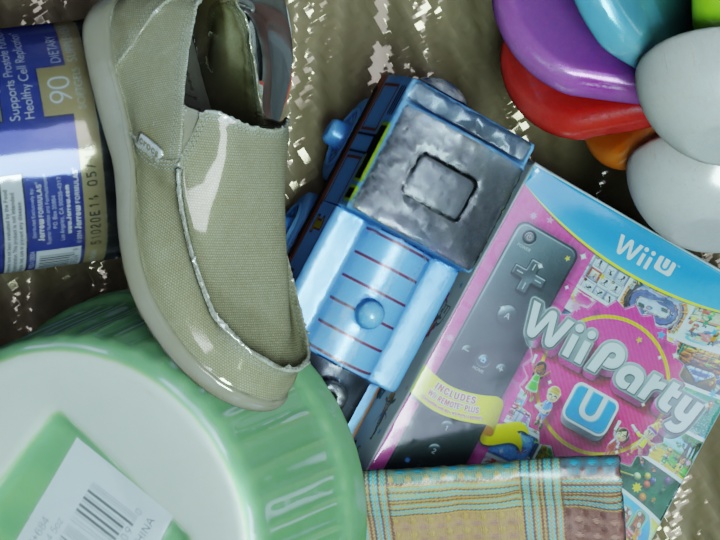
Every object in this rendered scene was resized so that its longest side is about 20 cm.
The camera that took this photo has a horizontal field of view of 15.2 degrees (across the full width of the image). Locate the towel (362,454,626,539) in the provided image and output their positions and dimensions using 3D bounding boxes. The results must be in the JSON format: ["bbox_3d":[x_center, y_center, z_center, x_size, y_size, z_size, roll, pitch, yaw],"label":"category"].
[{"bbox_3d":[0.028,0.154,1.271,0.200,0.022,0.147,-4,122,6],"label":"towel"}]

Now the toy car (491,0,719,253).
[{"bbox_3d":[0.136,-0.116,1.246,0.150,0.200,0.175,4,65,5],"label":"toy car"}]

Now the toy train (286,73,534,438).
[{"bbox_3d":[0.000,0.000,1.261,0.087,0.114,0.200,29,88,-13],"label":"toy train"}]

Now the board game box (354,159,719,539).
[{"bbox_3d":[0.088,0.066,1.313,0.148,0.064,0.200,29,88,-14],"label":"board game box"}]

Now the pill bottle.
[{"bbox_3d":[-0.206,-0.048,1.213,0.200,0.112,0.112,-8,97,-12],"label":"pill bottle"}]

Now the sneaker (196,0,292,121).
[{"bbox_3d":[-0.062,-0.087,1.242,0.077,0.082,0.200,-1,78,-11],"label":"sneaker"}]

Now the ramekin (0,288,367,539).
[{"bbox_3d":[-0.107,0.111,1.190,0.200,0.098,0.200,2,97,21],"label":"ramekin"}]

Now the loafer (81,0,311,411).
[{"bbox_3d":[-0.063,-0.038,1.146,0.068,0.076,0.200,-29,73,32],"label":"loafer"}]
